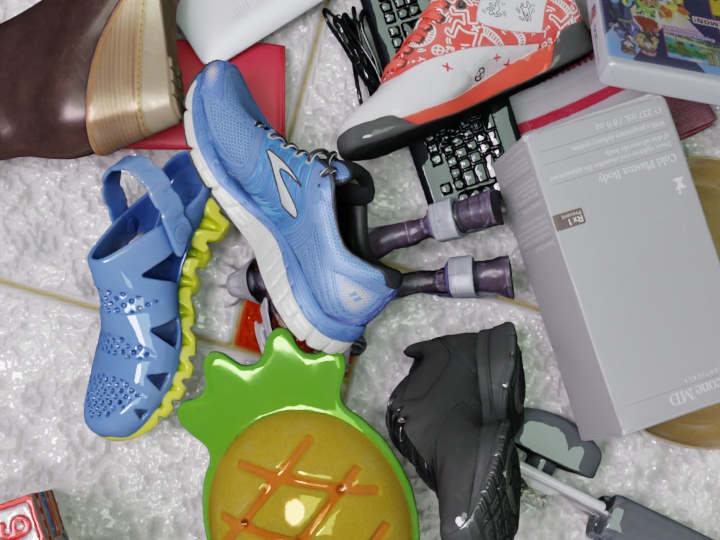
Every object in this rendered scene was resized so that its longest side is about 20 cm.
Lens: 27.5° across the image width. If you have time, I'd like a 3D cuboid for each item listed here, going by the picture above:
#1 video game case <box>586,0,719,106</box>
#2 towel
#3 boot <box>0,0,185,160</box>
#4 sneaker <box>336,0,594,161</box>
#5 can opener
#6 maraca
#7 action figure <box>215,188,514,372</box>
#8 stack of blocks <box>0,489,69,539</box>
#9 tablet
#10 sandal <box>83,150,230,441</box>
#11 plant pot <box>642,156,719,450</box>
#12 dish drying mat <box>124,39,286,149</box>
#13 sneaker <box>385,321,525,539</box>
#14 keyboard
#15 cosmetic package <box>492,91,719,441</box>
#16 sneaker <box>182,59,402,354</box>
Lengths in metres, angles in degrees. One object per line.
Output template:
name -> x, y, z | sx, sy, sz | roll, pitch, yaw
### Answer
video game case -> 0.247, -0.178, 0.993 | 0.198, 0.023, 0.183 | 9, 50, -11
towel -> 0.146, -0.164, 1.033 | 0.143, 0.023, 0.201 | -25, 86, -9
boot -> -0.201, -0.164, 0.955 | 0.165, 0.072, 0.202 | -9, 67, 8
sneaker -> 0.051, -0.153, 0.961 | 0.200, 0.067, 0.109 | -26, 89, -21
can opener -> 0.178, 0.159, 0.982 | 0.199, 0.053, 0.067 | 30, 80, -2
maraca -> -0.039, 0.138, 0.930 | 0.136, 0.107, 0.202 | -20, 92, 4
action figure -> 0.000, 0.000, 0.976 | 0.198, 0.069, 0.132 | -8, 91, 8
stack of blocks -> -0.197, 0.193, 0.863 | 0.058, 0.200, 0.116 | -18, 86, -10
tablet -> -0.054, -0.240, 1.006 | 0.199, 0.014, 0.131 | -33, 77, -4
sandal -> -0.144, 0.008, 0.940 | 0.079, 0.087, 0.202 | 1, 72, 39
plant pot -> 0.235, 0.022, 1.018 | 0.198, 0.027, 0.202 | 1, 84, -7
dish drying mat -> -0.150, -0.119, 0.998 | 0.198, 0.018, 0.078 | 0, 83, -5
sneaker -> 0.057, 0.109, 0.926 | 0.090, 0.201, 0.077 | -4, 119, 10
keyboard -> 0.041, -0.136, 0.999 | 0.103, 0.040, 0.202 | -19, 86, 6
cosmetic package -> 0.171, 0.002, 0.957 | 0.106, 0.090, 0.202 | -18, 83, -13
sneaker -> -0.037, -0.052, 0.916 | 0.089, 0.078, 0.201 | -36, 77, 19
